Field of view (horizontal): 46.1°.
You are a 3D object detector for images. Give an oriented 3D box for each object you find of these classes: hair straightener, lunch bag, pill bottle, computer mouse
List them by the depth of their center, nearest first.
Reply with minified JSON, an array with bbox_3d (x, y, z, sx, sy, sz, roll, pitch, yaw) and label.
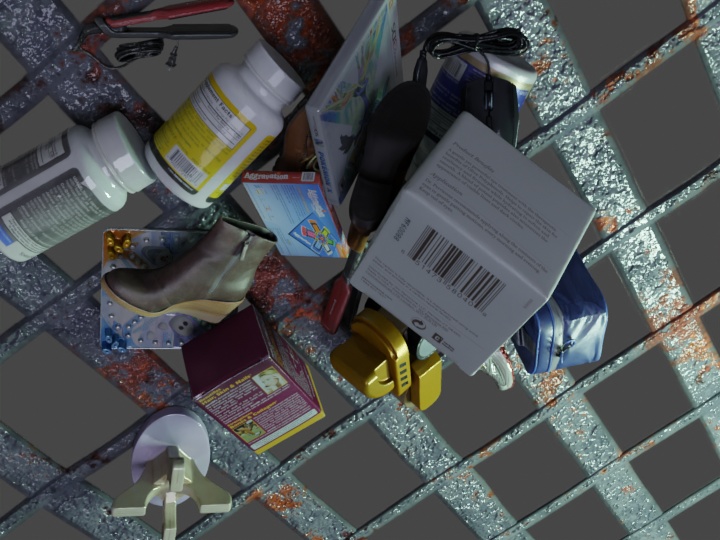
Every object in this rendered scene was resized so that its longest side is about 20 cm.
[{"bbox_3d":[-0.241,-0.271,1.006,0.196,0.041,0.078,-13,125,-8],"label":"hair straightener"},{"bbox_3d":[0.129,-0.191,1.030,0.137,0.046,0.204,5,114,6],"label":"computer mouse"},{"bbox_3d":[-0.359,-0.105,1.036,0.197,0.114,0.115,-27,126,3],"label":"pill bottle"},{"bbox_3d":[-0.163,-0.183,1.044,0.200,0.112,0.111,-42,124,13],"label":"pill bottle"},{"bbox_3d":[0.136,-0.197,1.118,0.118,0.120,0.202,15,118,-24],"label":"pill bottle"},{"bbox_3d":[0.000,0.000,1.259,0.076,0.041,0.203,-8,123,-43],"label":"hair straightener"},{"bbox_3d":[0.278,0.061,1.281,0.130,0.202,0.138,-9,131,-6],"label":"lunch bag"}]

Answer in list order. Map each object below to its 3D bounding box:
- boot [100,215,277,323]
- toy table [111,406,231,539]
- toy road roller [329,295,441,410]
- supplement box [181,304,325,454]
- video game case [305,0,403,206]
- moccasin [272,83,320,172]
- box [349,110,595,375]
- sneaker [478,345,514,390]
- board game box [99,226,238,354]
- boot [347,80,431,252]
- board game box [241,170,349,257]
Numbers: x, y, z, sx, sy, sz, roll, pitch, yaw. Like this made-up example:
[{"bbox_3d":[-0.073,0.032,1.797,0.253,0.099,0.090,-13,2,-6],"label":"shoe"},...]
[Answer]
[{"bbox_3d":[-0.226,-0.013,1.126,0.198,0.073,0.167,15,124,-37],"label":"boot"},{"bbox_3d":[-0.300,0.333,1.341,0.180,0.118,0.203,-7,125,-11],"label":"toy table"},{"bbox_3d":[0.033,0.139,1.267,0.145,0.122,0.202,-36,142,-25],"label":"toy road roller"},{"bbox_3d":[-0.157,0.167,1.259,0.129,0.104,0.201,-28,139,4],"label":"supplement box"},{"bbox_3d":[0.000,-0.207,1.013,0.022,0.202,0.183,20,155,17],"label":"video game case"},{"bbox_3d":[-0.059,-0.157,1.062,0.077,0.074,0.202,38,142,5],"label":"moccasin"},{"bbox_3d":[0.128,-0.029,1.006,0.198,0.172,0.201,36,143,2],"label":"box"},{"bbox_3d":[0.186,0.124,1.380,0.081,0.078,0.201,-33,116,12],"label":"sneaker"},{"bbox_3d":[-0.269,0.036,1.210,0.196,0.026,0.203,2,122,-17],"label":"board game box"},{"bbox_3d":[0.034,-0.125,1.076,0.067,0.200,0.192,14,83,0],"label":"boot"},{"bbox_3d":[-0.081,-0.071,1.122,0.101,0.020,0.201,4,155,12],"label":"board game box"}]
